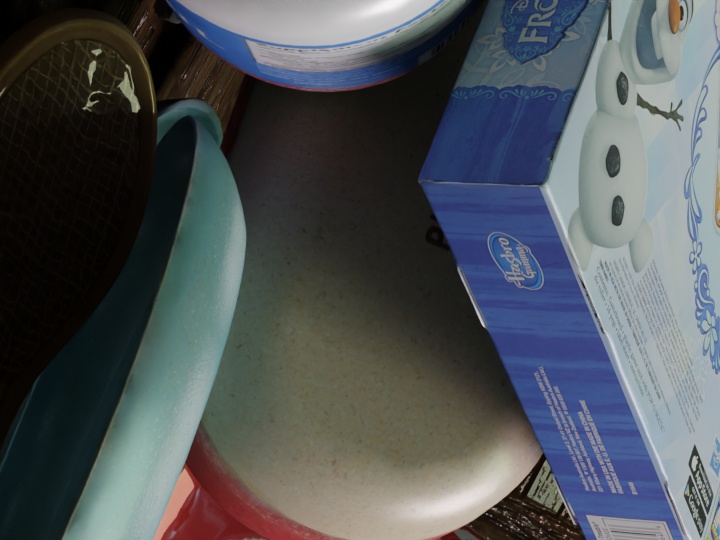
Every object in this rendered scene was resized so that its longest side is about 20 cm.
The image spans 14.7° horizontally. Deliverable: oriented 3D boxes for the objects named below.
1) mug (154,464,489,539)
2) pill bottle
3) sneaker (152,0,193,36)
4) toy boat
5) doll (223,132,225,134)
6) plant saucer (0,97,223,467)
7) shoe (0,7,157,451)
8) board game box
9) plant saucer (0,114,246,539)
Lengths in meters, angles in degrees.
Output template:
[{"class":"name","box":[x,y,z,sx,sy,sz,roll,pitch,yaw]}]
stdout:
[{"class":"mug","box":[-0.008,0.109,1.059,0.133,0.200,0.178,-24,-143,58]},{"class":"pill bottle","box":[-0.013,-0.112,0.750,0.112,0.112,0.200,-62,177,-2]},{"class":"sneaker","box":[-0.006,-0.109,0.998,0.070,0.099,0.200,-62,179,16]},{"class":"toy boat","box":[0.000,0.000,0.915,0.131,0.130,0.200,-40,-151,58]},{"class":"doll","box":[-0.025,-0.035,1.053,0.200,0.049,0.136,-5,-146,45]},{"class":"plant saucer","box":[-0.109,0.027,0.924,0.200,0.036,0.200,-59,167,-22]},{"class":"shoe","box":[-0.117,0.014,0.782,0.053,0.070,0.200,40,-68,49]},{"class":"board game box","box":[0.092,-0.036,0.867,0.199,0.043,0.200,-67,148,-34]},{"class":"plant saucer","box":[-0.076,0.053,0.785,0.200,0.027,0.201,-158,-90,-79]}]
